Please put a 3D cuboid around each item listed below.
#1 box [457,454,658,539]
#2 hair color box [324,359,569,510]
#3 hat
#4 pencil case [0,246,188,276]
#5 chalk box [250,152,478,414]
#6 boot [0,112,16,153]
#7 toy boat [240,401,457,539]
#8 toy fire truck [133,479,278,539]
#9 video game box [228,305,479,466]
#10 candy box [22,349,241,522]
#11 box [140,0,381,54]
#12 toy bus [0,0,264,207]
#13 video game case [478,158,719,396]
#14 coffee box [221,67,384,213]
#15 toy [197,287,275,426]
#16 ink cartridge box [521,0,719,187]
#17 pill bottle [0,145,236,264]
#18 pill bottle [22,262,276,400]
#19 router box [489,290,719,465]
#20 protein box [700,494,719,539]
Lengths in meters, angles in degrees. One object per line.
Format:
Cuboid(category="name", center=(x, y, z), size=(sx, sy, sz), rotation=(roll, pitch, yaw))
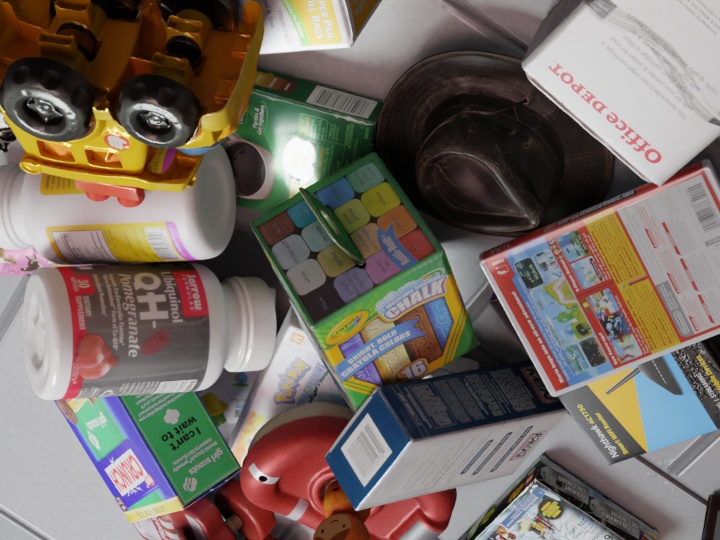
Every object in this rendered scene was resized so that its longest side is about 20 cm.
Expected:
Cuboid(category="box", center=(0.172, 0.279, 1.650), size=(0.137, 0.040, 0.200), rotation=(33, 128, -6))
Cuboid(category="hair color box", center=(0.076, 0.140, 1.480), size=(0.061, 0.199, 0.100), rotation=(57, 130, 27))
Cuboid(category="hat", center=(0.106, -0.079, 1.380), size=(0.200, 0.081, 0.201), rotation=(5, 130, 6))
Cuboid(category="pencil case", center=(-0.253, -0.035, 1.557), size=(0.199, 0.087, 0.083), rotation=(3, 151, 19))
Cuboid(category="chalk box", center=(0.000, 0.000, 1.392), size=(0.124, 0.125, 0.200), rotation=(-29, 146, -5))
Cuboid(category="boot", center=(-0.277, -0.158, 1.479), size=(0.200, 0.069, 0.174), rotation=(52, 129, 10))
Cuboid(category="toy boat", center=(-0.015, 0.213, 1.543), size=(0.199, 0.131, 0.131), rotation=(28, 127, -16))
Cuboid(category="toy fire truck", center=(-0.167, 0.280, 1.739), size=(0.168, 0.112, 0.200), rotation=(23, 146, 37))
Cuboid(category="video game box", center=(-0.011, 0.133, 1.592), size=(0.181, 0.047, 0.200), rotation=(21, 129, -6))
Cuboid(category="candy box", center=(-0.212, 0.126, 1.579), size=(0.200, 0.077, 0.169), rotation=(58, 152, -2))
Cuboid(category="box", center=(-0.090, -0.236, 1.333), size=(0.199, 0.113, 0.102), rotation=(-1, 124, 23))
Cuboid(category="toy bus", center=(-0.170, -0.121, 1.305), size=(0.199, 0.136, 0.192), rotation=(8, 143, 12))
Cuboid(category="video game case", center=(0.215, 0.009, 1.382), size=(0.199, 0.017, 0.143), rotation=(-23, 113, 17))
Cuboid(category="coffee box", center=(-0.083, -0.111, 1.464), size=(0.199, 0.044, 0.123), rotation=(15, 127, 9))
Cuboid(category="toy", center=(-0.140, 0.068, 1.605), size=(0.115, 0.047, 0.201), rotation=(3, 135, -4))
Cuboid(category="ink cartridge box", center=(0.240, -0.183, 1.268), size=(0.145, 0.084, 0.200), rotation=(39, 128, -10))
Cuboid(category="pill bottle", center=(-0.213, -0.058, 1.449), size=(0.199, 0.104, 0.105), rotation=(-2, 123, 18))
Cuboid(category="pill bottle", center=(-0.178, 0.049, 1.455), size=(0.199, 0.111, 0.111), rotation=(-2, 133, -25))
Cuboid(category="router box", center=(0.227, 0.062, 1.466), size=(0.149, 0.051, 0.200), rotation=(-24, 115, 32))
Cuboid(category="protein box", center=(0.399, 0.331, 1.542), size=(0.199, 0.135, 0.199), rotation=(7, 126, 15))
